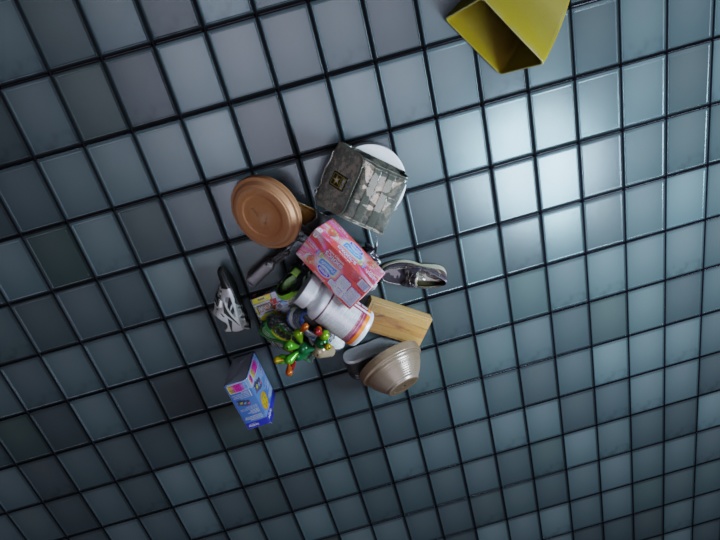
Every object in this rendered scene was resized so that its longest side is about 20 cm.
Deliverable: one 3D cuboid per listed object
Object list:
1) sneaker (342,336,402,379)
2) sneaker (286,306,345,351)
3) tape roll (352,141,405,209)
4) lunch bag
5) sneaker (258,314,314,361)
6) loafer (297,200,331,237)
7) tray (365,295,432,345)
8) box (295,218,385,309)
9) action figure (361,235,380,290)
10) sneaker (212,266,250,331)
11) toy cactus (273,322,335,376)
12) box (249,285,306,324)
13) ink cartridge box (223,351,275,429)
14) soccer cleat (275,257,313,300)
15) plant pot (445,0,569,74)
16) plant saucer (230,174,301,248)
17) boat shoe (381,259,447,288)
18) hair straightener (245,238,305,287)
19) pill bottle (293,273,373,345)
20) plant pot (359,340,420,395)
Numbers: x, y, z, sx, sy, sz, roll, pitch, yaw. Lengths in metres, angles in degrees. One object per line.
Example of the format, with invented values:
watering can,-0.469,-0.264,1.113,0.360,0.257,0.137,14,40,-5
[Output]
sneaker,0.043,0.268,1.546,0.198,0.071,0.100,-13,133,-13
sneaker,-0.112,0.170,1.412,0.199,0.085,0.078,36,66,-29
tape roll,0.022,-0.233,1.339,0.200,0.037,0.205,-3,114,-7
lunch bag,-0.003,-0.208,1.266,0.198,0.118,0.165,23,109,-9
sneaker,-0.201,0.194,1.444,0.085,0.079,0.200,-21,128,40
loafer,-0.127,-0.129,1.335,0.198,0.072,0.074,23,81,-18
tray,0.104,0.152,1.514,0.198,0.037,0.099,19,109,-13
box,-0.050,-0.017,1.287,0.200,0.095,0.103,45,123,2
action figure,0.000,0.000,1.395,0.102,0.119,0.200,38,116,-19
sneaker,-0.374,0.087,1.406,0.087,0.074,0.202,-14,114,-3
toy cactus,-0.130,0.213,1.350,0.164,0.103,0.200,16,130,-45
box,-0.197,0.101,1.454,0.198,0.038,0.138,-19,115,1
ink cartridge box,-0.315,0.364,1.498,0.076,0.137,0.202,-16,114,6
soccer cleat,-0.156,-0.004,1.369,0.067,0.081,0.201,37,87,6
plant pot,0.348,-0.593,1.149,0.199,0.200,0.177,35,94,-19
plant saucer,-0.244,-0.144,1.298,0.198,0.032,0.202,12,125,17
boat shoe,0.152,0.016,1.446,0.197,0.065,0.073,5,114,-8
hair straightener,-0.229,-0.021,1.376,0.199,0.077,0.041,-36,111,9
pill bottle,-0.071,0.102,1.341,0.199,0.110,0.110,36,105,-11
plant pot,0.103,0.301,1.491,0.199,0.093,0.202,-24,151,-14
